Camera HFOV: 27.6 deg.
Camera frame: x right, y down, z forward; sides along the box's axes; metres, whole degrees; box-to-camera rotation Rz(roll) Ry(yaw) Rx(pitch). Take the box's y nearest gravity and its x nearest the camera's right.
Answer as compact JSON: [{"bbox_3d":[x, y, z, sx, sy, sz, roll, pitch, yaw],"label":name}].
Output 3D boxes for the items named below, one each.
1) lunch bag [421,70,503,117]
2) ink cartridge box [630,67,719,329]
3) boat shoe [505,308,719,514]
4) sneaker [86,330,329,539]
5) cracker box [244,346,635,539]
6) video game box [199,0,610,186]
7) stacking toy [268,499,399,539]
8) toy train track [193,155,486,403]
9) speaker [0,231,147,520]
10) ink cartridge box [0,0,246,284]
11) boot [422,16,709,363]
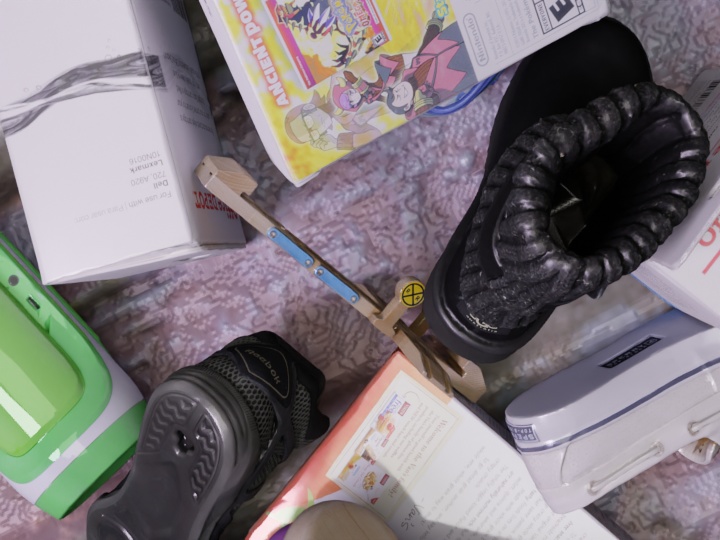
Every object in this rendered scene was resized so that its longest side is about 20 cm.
[{"bbox_3d":[0.051,-0.191,0.774,0.161,0.082,0.200,42,94,0],"label":"lunch bag"},{"bbox_3d":[0.182,-0.035,0.702,0.068,0.200,0.116,37,94,-5],"label":"ink cartridge box"},{"bbox_3d":[0.171,0.064,0.758,0.198,0.071,0.071,-25,101,-19],"label":"boat shoe"},{"bbox_3d":[-0.077,0.105,0.775,0.076,0.114,0.200,42,133,16],"label":"sneaker"},{"bbox_3d":[0.055,0.155,0.787,0.200,0.058,0.134,41,95,3],"label":"cracker box"},{"bbox_3d":[0.004,-0.169,0.671,0.181,0.047,0.202,-29,116,-12],"label":"video game box"},{"bbox_3d":[-0.063,0.190,0.729,0.199,0.085,0.086,-35,88,35],"label":"stacking toy"},{"bbox_3d":[0.000,0.000,0.740,0.199,0.115,0.033,39,95,-30],"label":"toy train track"},{"bbox_3d":[-0.203,0.036,0.791,0.088,0.088,0.200,-43,88,3],"label":"speaker"},{"bbox_3d":[-0.131,-0.097,0.753,0.083,0.146,0.203,-15,89,5],"label":"ink cartridge box"},{"bbox_3d":[0.109,-0.061,0.687,0.079,0.158,0.213,25,66,-3],"label":"boot"}]
